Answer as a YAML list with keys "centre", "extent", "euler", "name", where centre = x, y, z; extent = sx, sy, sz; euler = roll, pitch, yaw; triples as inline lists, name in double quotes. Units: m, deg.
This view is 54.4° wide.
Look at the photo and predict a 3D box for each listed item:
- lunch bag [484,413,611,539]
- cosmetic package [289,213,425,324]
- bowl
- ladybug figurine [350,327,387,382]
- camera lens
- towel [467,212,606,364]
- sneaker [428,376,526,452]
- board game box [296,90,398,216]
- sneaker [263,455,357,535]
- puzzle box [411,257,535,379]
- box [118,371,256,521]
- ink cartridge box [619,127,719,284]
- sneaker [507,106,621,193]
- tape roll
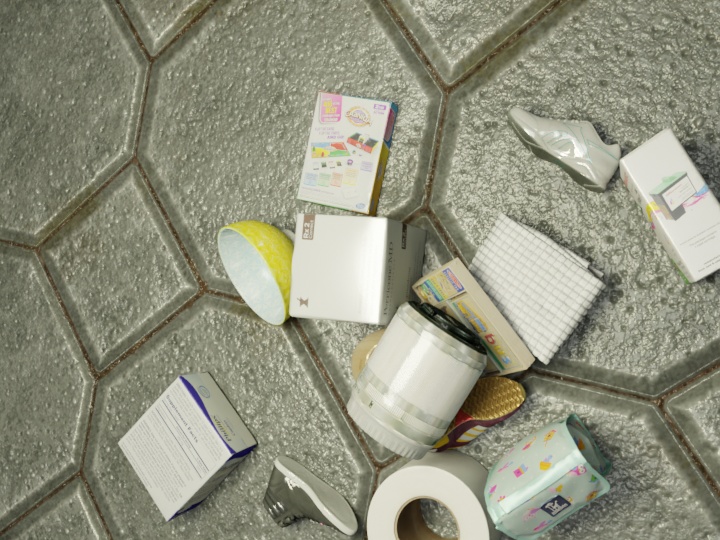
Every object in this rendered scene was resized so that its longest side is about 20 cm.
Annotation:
- centre: [0.278, 0.310, 1.050]
  extent: [0.170, 0.199, 0.123]
  euler: [-39, 75, 15]
  name: "lunch bag"
- centre: [0.000, 0.000, 1.173]
  extent: [0.162, 0.199, 0.169]
  euler: [4, 90, 23]
  name: "cosmetic package"
- centre: [-0.160, -0.014, 1.276]
  extent: [0.107, 0.201, 0.200]
  euler: [-34, 70, -28]
  name: "bowl"
- centre: [0.082, 0.167, 1.202]
  extent: [0.196, 0.072, 0.139]
  euler: [8, 89, 21]
  name: "ladybug figurine"
- centre: [0.088, 0.162, 1.075]
  extent: [0.159, 0.160, 0.202]
  euler: [33, 96, 19]
  name: "camera lens"
- centre: [0.272, 0.027, 1.129]
  extent: [0.199, 0.085, 0.167]
  euler: [35, 99, 21]
  name: "towel"
- centre: [0.182, 0.239, 1.158]
  extent: [0.197, 0.090, 0.076]
  euler: [-24, 58, 11]
  name: "sneaker"
- centre: [-0.025, -0.213, 1.279]
  extent: [0.150, 0.040, 0.204]
  euler: [14, 93, 22]
  name: "board game box"
- centre: [-0.095, 0.434, 1.267]
  extent: [0.198, 0.070, 0.101]
  euler: [32, 101, 26]
  name: "sneaker"
- centre: [0.176, 0.082, 1.119]
  extent: [0.025, 0.133, 0.201]
  euler: [-39, 92, -28]
  name: "puzzle box"
- centre: [-0.330, 0.332, 1.343]
  extent: [0.200, 0.105, 0.185]
  euler: [-45, 73, 15]
  name: "box"
- centre: [0.464, -0.089, 1.022]
  extent: [0.083, 0.144, 0.203]
  euler: [-31, 77, 17]
  name: "ink cartridge box"
- centre: [0.327, -0.211, 1.131]
  extent: [0.199, 0.070, 0.081]
  euler: [38, 92, 13]
  name: "sneaker"
- centre: [0.125, 0.405, 1.139]
  extent: [0.199, 0.139, 0.208]
  euler: [-1, 88, 21]
  name: "tape roll"
